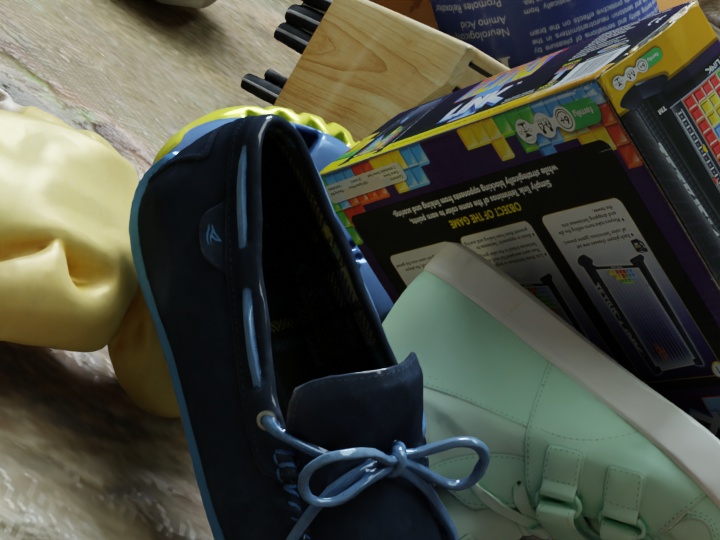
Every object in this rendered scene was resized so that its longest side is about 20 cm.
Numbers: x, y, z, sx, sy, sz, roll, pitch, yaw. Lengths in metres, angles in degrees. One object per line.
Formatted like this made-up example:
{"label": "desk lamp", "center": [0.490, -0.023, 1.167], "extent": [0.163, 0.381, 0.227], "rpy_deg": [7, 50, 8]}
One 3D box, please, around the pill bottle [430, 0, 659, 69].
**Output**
{"label": "pill bottle", "center": [0.102, -0.107, 0.990], "extent": [0.111, 0.111, 0.200], "rpy_deg": [-72, 146, -71]}

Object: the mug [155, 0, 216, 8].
{"label": "mug", "center": [-0.109, -0.237, 1.104], "extent": [0.153, 0.149, 0.187], "rpy_deg": [45, 24, -2]}

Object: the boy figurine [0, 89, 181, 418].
{"label": "boy figurine", "center": [-0.117, -0.017, 0.650], "extent": [0.200, 0.064, 0.124], "rpy_deg": [30, 29, -27]}

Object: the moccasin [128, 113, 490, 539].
{"label": "moccasin", "center": [-0.015, 0.045, 0.600], "extent": [0.080, 0.068, 0.200], "rpy_deg": [-18, 78, -48]}

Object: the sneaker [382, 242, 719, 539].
{"label": "sneaker", "center": [0.066, 0.089, 0.649], "extent": [0.200, 0.118, 0.074], "rpy_deg": [38, -2, 35]}

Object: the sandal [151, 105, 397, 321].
{"label": "sandal", "center": [0.000, 0.000, 0.823], "extent": [0.200, 0.080, 0.087], "rpy_deg": [28, 24, -24]}

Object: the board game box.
{"label": "board game box", "center": [0.089, 0.004, 0.716], "extent": [0.165, 0.057, 0.200], "rpy_deg": [57, -27, -11]}

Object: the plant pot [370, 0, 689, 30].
{"label": "plant pot", "center": [0.079, -0.125, 1.130], "extent": [0.140, 0.200, 0.200], "rpy_deg": [1, 37, -34]}

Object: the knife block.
{"label": "knife block", "center": [0.014, -0.101, 0.948], "extent": [0.064, 0.200, 0.176], "rpy_deg": [27, 50, -28]}
